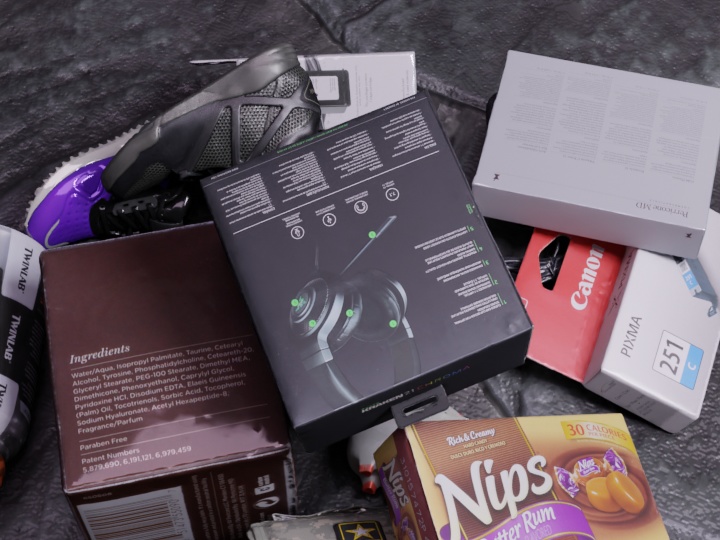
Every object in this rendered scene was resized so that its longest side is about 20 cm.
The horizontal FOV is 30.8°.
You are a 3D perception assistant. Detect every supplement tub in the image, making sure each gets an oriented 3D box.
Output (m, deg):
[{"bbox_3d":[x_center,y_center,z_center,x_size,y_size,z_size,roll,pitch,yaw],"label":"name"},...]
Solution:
[{"bbox_3d":[-0.316,0.072,1.044,0.121,0.123,0.202,2,58,0],"label":"supplement tub"}]

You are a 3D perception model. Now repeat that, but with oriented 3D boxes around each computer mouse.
[{"bbox_3d":[0.134,-0.066,1.186,0.139,0.046,0.202,-13,69,-18],"label":"computer mouse"}]

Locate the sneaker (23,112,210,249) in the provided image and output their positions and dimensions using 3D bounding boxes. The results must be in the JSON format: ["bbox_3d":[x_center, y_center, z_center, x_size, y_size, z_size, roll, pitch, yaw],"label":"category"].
[{"bbox_3d":[-0.198,-0.064,1.161,0.199,0.070,0.100,-34,68,-20],"label":"sneaker"}]

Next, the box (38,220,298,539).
[{"bbox_3d":[-0.145,0.096,1.009,0.162,0.167,0.202,-10,60,-7],"label":"box"}]

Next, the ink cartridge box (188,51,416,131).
[{"bbox_3d":[-0.052,-0.161,1.191,0.197,0.116,0.069,-2,97,-3],"label":"ink cartridge box"}]

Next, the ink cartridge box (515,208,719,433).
[{"bbox_3d":[0.227,0.012,1.121,0.175,0.045,0.201,26,60,-4],"label":"ink cartridge box"}]

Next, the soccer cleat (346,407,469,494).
[{"bbox_3d":[0.088,0.147,1.046,0.197,0.070,0.078,9,53,6],"label":"soccer cleat"}]

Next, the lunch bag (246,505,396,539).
[{"bbox_3d":[0.008,0.260,0.944,0.162,0.118,0.202,-5,56,-12],"label":"lunch bag"}]

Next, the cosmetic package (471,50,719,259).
[{"bbox_3d":[0.207,-0.103,1.138,0.198,0.052,0.152,12,58,10],"label":"cosmetic package"}]

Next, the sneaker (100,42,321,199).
[{"bbox_3d":[-0.118,-0.094,1.101,0.198,0.076,0.115,-30,90,1],"label":"sneaker"}]

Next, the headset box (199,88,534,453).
[{"bbox_3d":[0.007,0.008,0.902,0.172,0.093,0.202,-23,72,-4],"label":"headset box"}]

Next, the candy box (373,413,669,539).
[{"bbox_3d":[0.117,0.168,0.939,0.198,0.057,0.118,3,56,-30],"label":"candy box"}]
